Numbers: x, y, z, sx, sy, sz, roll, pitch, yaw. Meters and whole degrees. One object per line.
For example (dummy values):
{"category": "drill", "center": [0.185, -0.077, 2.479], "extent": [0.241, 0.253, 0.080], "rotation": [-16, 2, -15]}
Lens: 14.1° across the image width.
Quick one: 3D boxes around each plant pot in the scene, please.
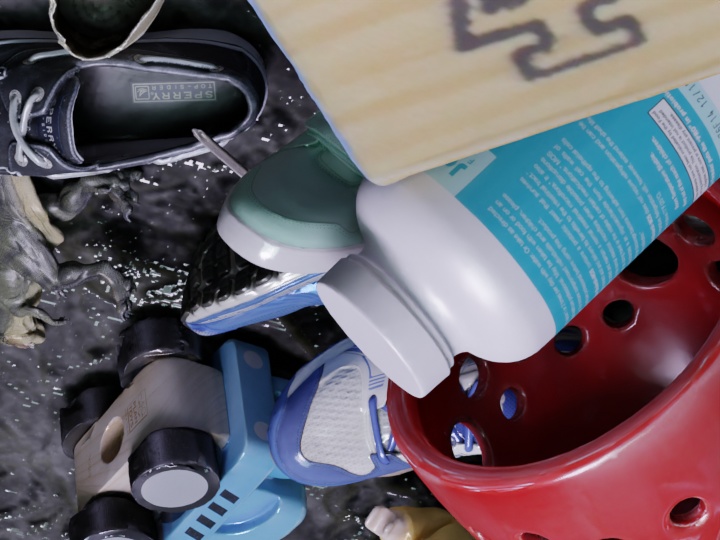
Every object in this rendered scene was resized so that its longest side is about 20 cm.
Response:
{"category": "plant pot", "center": [0.139, 0.077, 1.367], "extent": [0.200, 0.201, 0.183], "rotation": [-21, 126, 23]}

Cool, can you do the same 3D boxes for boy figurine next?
{"category": "boy figurine", "center": [0.051, 0.175, 1.591], "extent": [0.124, 0.200, 0.064], "rotation": [44, 96, 4]}

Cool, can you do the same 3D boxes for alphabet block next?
{"category": "alphabet block", "center": [0.057, -0.186, 1.216], "extent": [0.200, 0.196, 0.196], "rotation": [-18, 132, 20]}

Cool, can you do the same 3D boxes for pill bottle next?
{"category": "pill bottle", "center": [0.075, -0.036, 1.292], "extent": [0.200, 0.111, 0.111], "rotation": [-43, 127, -11]}

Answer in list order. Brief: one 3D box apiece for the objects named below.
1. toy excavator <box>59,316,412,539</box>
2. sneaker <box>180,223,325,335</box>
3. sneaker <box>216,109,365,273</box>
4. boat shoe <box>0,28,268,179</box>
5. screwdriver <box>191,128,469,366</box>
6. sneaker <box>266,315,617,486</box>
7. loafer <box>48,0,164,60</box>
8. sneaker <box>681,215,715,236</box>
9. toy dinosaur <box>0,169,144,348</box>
{"category": "toy excavator", "center": [-0.039, 0.094, 1.576], "extent": [0.200, 0.100, 0.194], "rotation": [17, 134, -31]}
{"category": "sneaker", "center": [0.000, 0.000, 1.478], "extent": [0.200, 0.079, 0.089], "rotation": [-18, 128, 20]}
{"category": "sneaker", "center": [0.015, -0.081, 1.346], "extent": [0.074, 0.200, 0.118], "rotation": [38, 137, 26]}
{"category": "boat shoe", "center": [-0.145, -0.076, 1.406], "extent": [0.200, 0.068, 0.072], "rotation": [-3, 108, 2]}
{"category": "screwdriver", "center": [-0.014, -0.013, 1.413], "extent": [0.028, 0.029, 0.200], "rotation": [-34, 121, 23]}
{"category": "sneaker", "center": [0.051, 0.063, 1.485], "extent": [0.200, 0.088, 0.075], "rotation": [-18, 104, -12]}
{"category": "loafer", "center": [-0.099, -0.173, 1.325], "extent": [0.076, 0.068, 0.200], "rotation": [11, 134, -6]}
{"category": "sneaker", "center": [0.210, -0.058, 1.377], "extent": [0.200, 0.078, 0.099], "rotation": [-1, 154, 13]}
{"category": "toy dinosaur", "center": [-0.159, -0.020, 1.497], "extent": [0.088, 0.047, 0.200], "rotation": [8, 131, 6]}
